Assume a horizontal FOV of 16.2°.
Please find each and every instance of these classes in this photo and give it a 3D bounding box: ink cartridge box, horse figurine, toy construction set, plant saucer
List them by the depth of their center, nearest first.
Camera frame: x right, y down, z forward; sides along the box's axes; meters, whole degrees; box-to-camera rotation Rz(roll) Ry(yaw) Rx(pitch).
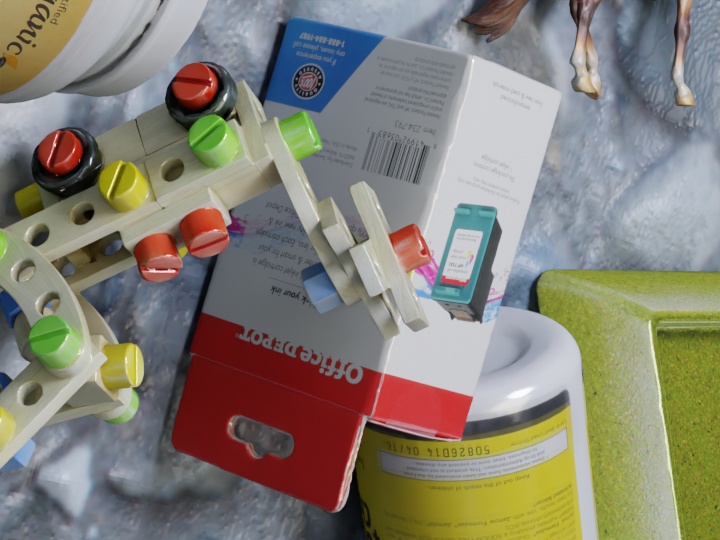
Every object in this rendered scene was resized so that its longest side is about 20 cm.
[{"bbox_3d":[-0.074,-0.004,1.014,0.199,0.132,0.092,-17,147,-4],"label":"toy construction set"},{"bbox_3d":[0.000,0.000,1.109,0.067,0.116,0.201,16,90,-47],"label":"ink cartridge box"},{"bbox_3d":[0.140,-0.149,1.244,0.199,0.050,0.133,0,89,-37],"label":"horse figurine"},{"bbox_3d":[0.189,0.094,1.304,0.199,0.048,0.201,0,78,-40],"label":"plant saucer"}]

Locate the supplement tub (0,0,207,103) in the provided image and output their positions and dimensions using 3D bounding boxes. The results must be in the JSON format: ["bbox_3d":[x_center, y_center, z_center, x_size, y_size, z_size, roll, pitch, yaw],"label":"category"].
[{"bbox_3d":[-0.160,-0.139,0.901,0.199,0.144,0.145,10,94,-44],"label":"supplement tub"}]

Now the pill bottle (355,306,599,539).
[{"bbox_3d":[0.058,0.127,1.201,0.112,0.112,0.201,-24,116,-37],"label":"pill bottle"}]
